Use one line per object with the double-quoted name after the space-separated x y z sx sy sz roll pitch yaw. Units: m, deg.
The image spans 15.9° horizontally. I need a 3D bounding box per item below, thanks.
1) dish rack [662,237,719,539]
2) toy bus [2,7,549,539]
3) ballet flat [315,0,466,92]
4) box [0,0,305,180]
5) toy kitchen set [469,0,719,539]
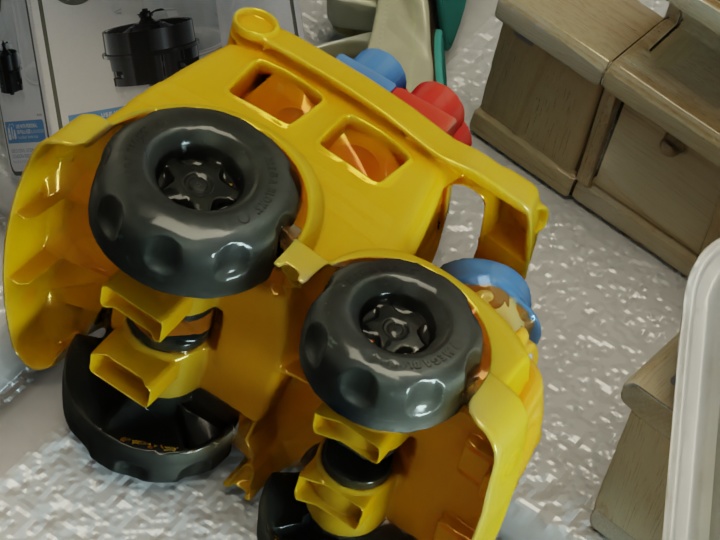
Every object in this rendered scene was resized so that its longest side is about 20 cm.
0.202 0.081 0.898 0.199 0.043 0.173 15 70 -23 "dish rack"
0.000 0.000 0.931 0.199 0.136 0.192 33 49 16 "toy bus"
0.012 -0.101 1.086 0.069 0.070 0.201 11 46 -4 "ballet flat"
-0.093 -0.143 1.011 0.116 0.202 0.060 -10 6 -24 "box"
0.108 -0.039 0.978 0.199 0.164 0.180 36 49 20 "toy kitchen set"
